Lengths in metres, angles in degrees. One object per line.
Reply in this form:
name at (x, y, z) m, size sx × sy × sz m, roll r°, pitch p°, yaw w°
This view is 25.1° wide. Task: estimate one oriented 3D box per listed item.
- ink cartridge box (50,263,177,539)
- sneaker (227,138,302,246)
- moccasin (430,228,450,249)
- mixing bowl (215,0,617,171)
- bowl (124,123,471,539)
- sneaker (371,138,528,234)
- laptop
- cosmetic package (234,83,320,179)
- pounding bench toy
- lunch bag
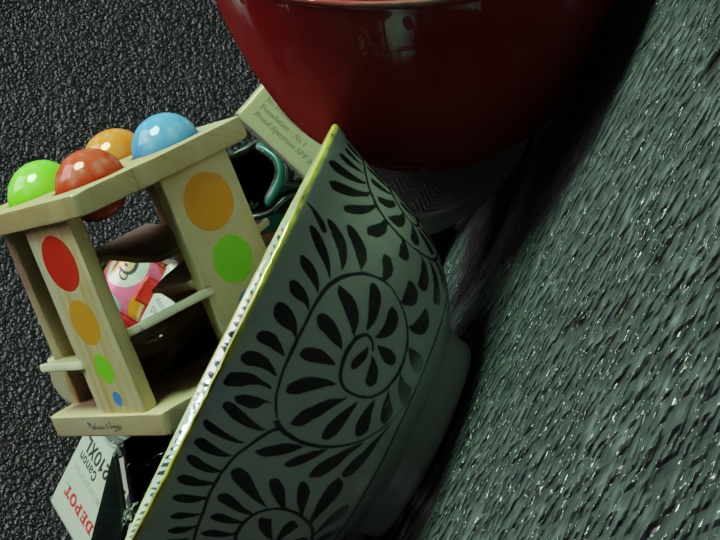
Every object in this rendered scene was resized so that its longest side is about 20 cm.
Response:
ink cartridge box at (-0.113, 0.121, 1.088) m, size 0.145 × 0.084 × 0.200 m, roll 44°, pitch 111°, yaw 49°
sneaker at (-0.043, -0.060, 1.198) m, size 0.080 × 0.199 × 0.072 m, roll 117°, pitch 139°, yaw -66°
moccasin at (0.001, 0.001, 0.906) m, size 0.078 × 0.074 × 0.201 m, roll -59°, pitch 4°, yaw 31°
mixing bowl at (0.028, -0.115, 0.728) m, size 0.200 × 0.199 × 0.109 m, roll -69°, pitch -22°, yaw -52°
bowl at (-0.015, 0.050, 0.663) m, size 0.201 × 0.094 × 0.201 m, roll -63°, pitch 3°, yaw 7°
sneaker at (0.041, -0.057, 0.846) m, size 0.200 × 0.074 × 0.116 m, roll -54°, pitch -5°, yaw -43°
laptop at (-0.080, 0.139, 0.838) m, size 0.200 × 0.104 × 0.177 m, roll -23°, pitch 9°, yaw -8°
cosmetic package at (0.018, -0.144, 1.083) m, size 0.200 × 0.103 × 0.073 m, roll -50°, pitch 7°, yaw 0°
pounding bench toy at (-0.149, 0.001, 0.955) m, size 0.124 × 0.156 × 0.200 m, roll -30°, pitch 14°, yaw -37°
lunch bag at (-0.125, 0.050, 1.329) m, size 0.082 × 0.200 × 0.176 m, roll -59°, pitch 3°, yaw -5°
